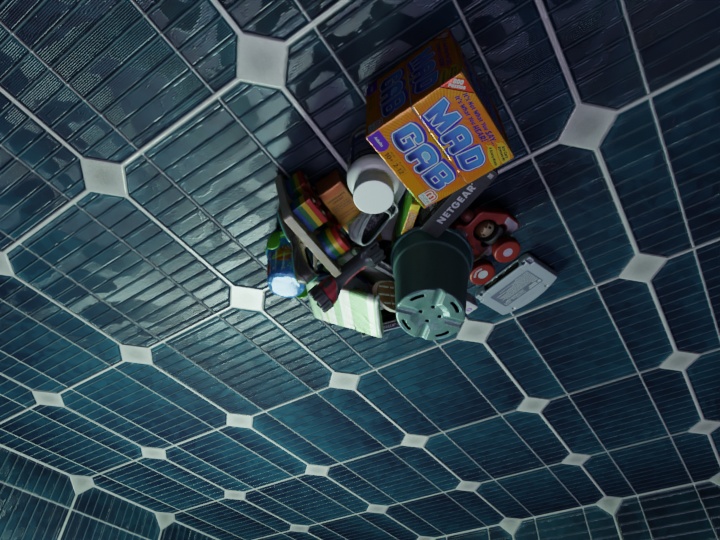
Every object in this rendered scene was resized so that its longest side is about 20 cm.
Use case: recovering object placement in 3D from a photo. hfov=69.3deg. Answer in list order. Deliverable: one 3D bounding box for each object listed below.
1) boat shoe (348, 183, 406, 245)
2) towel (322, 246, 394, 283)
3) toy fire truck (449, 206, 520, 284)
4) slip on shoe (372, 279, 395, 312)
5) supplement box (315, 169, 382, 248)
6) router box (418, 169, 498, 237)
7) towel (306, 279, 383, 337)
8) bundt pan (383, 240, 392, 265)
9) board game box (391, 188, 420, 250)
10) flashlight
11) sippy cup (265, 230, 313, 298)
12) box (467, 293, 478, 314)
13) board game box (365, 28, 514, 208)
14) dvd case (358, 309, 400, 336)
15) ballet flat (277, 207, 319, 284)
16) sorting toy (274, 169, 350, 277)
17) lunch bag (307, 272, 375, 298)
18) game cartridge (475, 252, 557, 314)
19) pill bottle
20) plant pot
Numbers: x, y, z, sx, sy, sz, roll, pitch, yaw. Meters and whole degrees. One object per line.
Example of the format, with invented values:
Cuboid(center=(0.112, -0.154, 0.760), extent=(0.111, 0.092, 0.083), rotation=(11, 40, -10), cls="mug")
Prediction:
Cuboid(center=(0.053, -0.140, 1.198), extent=(0.070, 0.071, 0.201), rotation=(34, 96, -38), cls="boat shoe")
Cuboid(center=(0.000, 0.000, 1.362), extent=(0.149, 0.031, 0.200), rotation=(31, 156, -18), cls="towel")
Cuboid(center=(0.276, -0.072, 1.260), extent=(0.167, 0.113, 0.200), rotation=(26, 120, -31), cls="toy fire truck")
Cuboid(center=(0.094, 0.070, 1.329), extent=(0.199, 0.077, 0.060), rotation=(12, 171, -43), cls="slip on shoe")
Cuboid(center=(-0.024, -0.140, 1.247), extent=(0.066, 0.069, 0.200), rotation=(-32, 129, 11), cls="supplement box")
Cuboid(center=(0.203, -0.194, 1.134), extent=(0.052, 0.158, 0.200), rotation=(25, 131, -21), cls="router box")
Cuboid(center=(-0.039, 0.092, 1.310), extent=(0.198, 0.023, 0.153), rotation=(14, 138, 22), cls="towel")
Cuboid(center=(0.152, -0.002, 1.380), extent=(0.200, 0.076, 0.203), rotation=(1, 135, 1), cls="bundt pan")
Cuboid(center=(0.105, -0.115, 1.247), extent=(0.030, 0.096, 0.201), rotation=(11, 138, -8), cls="board game box")
Cuboid(center=(-0.029, 0.013, 1.228), extent=(0.200, 0.068, 0.068), rotation=(-39, 100, -9), cls="flashlight")
Cuboid(center=(-0.184, -0.005, 1.345), extent=(0.177, 0.131, 0.140), rotation=(28, 129, -25), cls="sippy cup")
Cuboid(center=(0.224, 0.054, 1.354), extent=(0.199, 0.042, 0.039), rotation=(28, 128, -30), cls="box")
Cuboid(center=(0.146, -0.290, 1.010), extent=(0.199, 0.201, 0.200), rotation=(-29, 127, 25), cls="board game box")
Cuboid(center=(0.084, 0.131, 1.436), extent=(0.198, 0.150, 0.025), rotation=(-13, 99, -9), cls="dvd case")
Cuboid(center=(-0.144, -0.066, 1.269), extent=(0.068, 0.202, 0.068), rotation=(-18, 175, 12), cls="ballet flat")
Cuboid(center=(-0.102, -0.118, 1.196), extent=(0.069, 0.201, 0.199), rotation=(-34, 127, 9), cls="sorting toy")
Cuboid(center=(-0.042, 0.065, 1.398), extent=(0.160, 0.083, 0.199), rotation=(33, 155, -25), cls="lunch bag")
Cuboid(center=(0.434, 0.043, 1.444), extent=(0.133, 0.041, 0.200), rotation=(31, 128, -21), cls="game cartridge")
Cuboid(center=(0.027, -0.212, 1.089), extent=(0.110, 0.201, 0.112), rotation=(1, 134, 1), cls="pill bottle")
Cuboid(center=(0.158, 0.035, 1.169), extent=(0.198, 0.197, 0.201), rotation=(4, 129, 5), cls="plant pot")
